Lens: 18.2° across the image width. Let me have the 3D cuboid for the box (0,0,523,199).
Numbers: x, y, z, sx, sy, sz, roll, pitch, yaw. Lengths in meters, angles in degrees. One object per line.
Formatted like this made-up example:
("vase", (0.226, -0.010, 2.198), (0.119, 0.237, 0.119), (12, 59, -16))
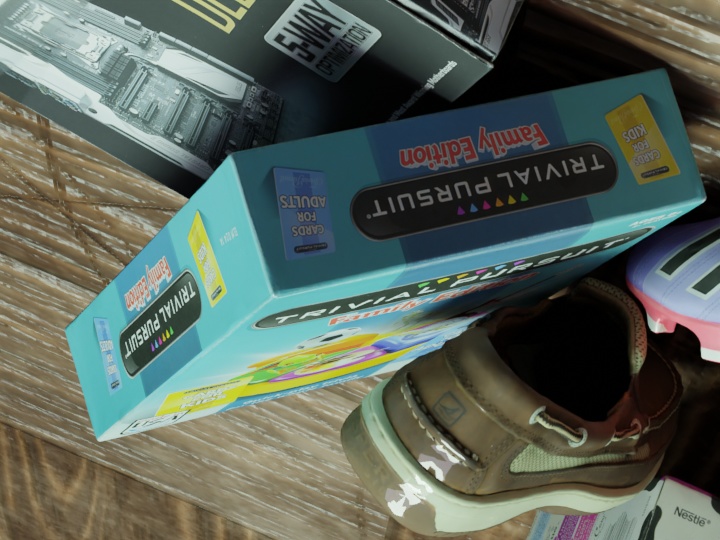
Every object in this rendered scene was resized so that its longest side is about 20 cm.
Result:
("box", (-0.051, -0.090, 0.721), (0.157, 0.050, 0.200), (30, 156, -11))

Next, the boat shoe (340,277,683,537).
("boat shoe", (0.075, 0.041, 0.773), (0.075, 0.202, 0.075), (48, 115, 14))

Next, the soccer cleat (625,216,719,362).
("soccer cleat", (0.162, -0.002, 0.697), (0.066, 0.077, 0.200), (-1, -170, -35))

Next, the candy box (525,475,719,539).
("candy box", (0.147, 0.135, 0.910), (0.136, 0.061, 0.200), (24, 171, -6))

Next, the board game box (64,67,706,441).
("board game box", (0.000, 0.000, 0.750), (0.150, 0.047, 0.200), (-13, 169, -24))
